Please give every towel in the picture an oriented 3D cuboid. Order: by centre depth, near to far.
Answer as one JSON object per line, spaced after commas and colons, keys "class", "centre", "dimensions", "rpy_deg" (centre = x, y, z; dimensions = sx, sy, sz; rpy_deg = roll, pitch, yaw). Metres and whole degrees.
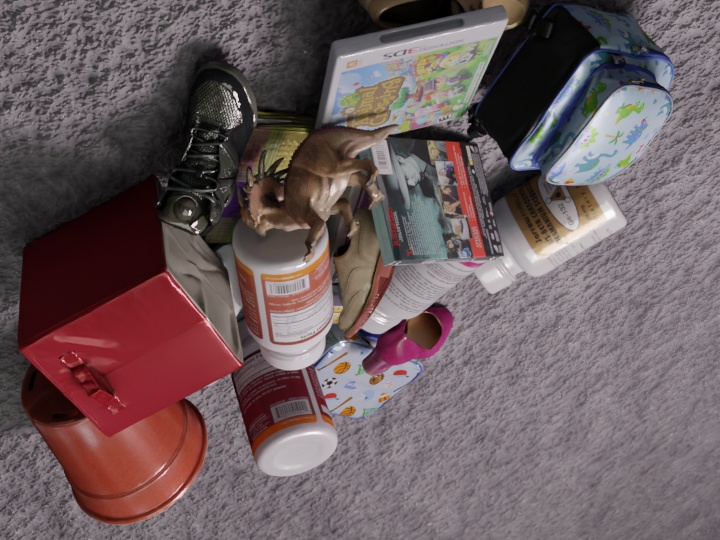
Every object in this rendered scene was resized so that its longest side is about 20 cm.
{"class": "towel", "centre": [-0.101, -0.105, 1.261], "dimensions": [0.142, 0.023, 0.201], "rpy_deg": [-2, 141, -26]}

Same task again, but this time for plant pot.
{"class": "plant pot", "centre": [-0.323, 0.188, 1.393], "dimensions": [0.199, 0.202, 0.196], "rpy_deg": [-22, 137, 1]}

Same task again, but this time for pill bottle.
{"class": "pill bottle", "centre": [-0.088, 0.024, 1.302], "dimensions": [0.111, 0.113, 0.201], "rpy_deg": [-14, 138, -11]}
{"class": "pill bottle", "centre": [0.067, -0.010, 1.386], "dimensions": [0.113, 0.114, 0.200], "rpy_deg": [15, 137, -40]}
{"class": "pill bottle", "centre": [0.233, -0.058, 1.414], "dimensions": [0.199, 0.115, 0.114], "rpy_deg": [-32, 143, 14]}
{"class": "pill bottle", "centre": [-0.109, 0.159, 1.445], "dimensions": [0.112, 0.201, 0.114], "rpy_deg": [-14, 145, -10]}

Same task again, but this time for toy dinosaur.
{"class": "toy dinosaur", "centre": [-0.053, -0.100, 1.158], "dimensions": [0.201, 0.135, 0.086], "rpy_deg": [-51, 163, 13]}

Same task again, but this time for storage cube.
{"class": "storage cube", "centre": [-0.252, 0.041, 1.206], "dimensions": [0.178, 0.201, 0.172], "rpy_deg": [-28, 130, 7]}

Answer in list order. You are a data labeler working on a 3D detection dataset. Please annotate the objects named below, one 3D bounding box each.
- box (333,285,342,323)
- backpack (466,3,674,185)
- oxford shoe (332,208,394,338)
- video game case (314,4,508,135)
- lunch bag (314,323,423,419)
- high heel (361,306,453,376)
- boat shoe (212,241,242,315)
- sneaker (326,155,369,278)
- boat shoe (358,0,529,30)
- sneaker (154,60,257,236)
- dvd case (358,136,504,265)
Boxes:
{"class": "box", "centre": [-0.030, 0.046, 1.477], "dimensions": [0.198, 0.039, 0.042], "rpy_deg": [2, 138, -29]}
{"class": "backpack", "centre": [0.255, -0.188, 1.213], "dimensions": [0.199, 0.147, 0.184], "rpy_deg": [-10, 144, -42]}
{"class": "oxford shoe", "centre": [0.000, 0.000, 1.302], "dimensions": [0.074, 0.071, 0.201], "rpy_deg": [27, 133, 5]}
{"class": "video game case", "centre": [0.046, -0.195, 1.135], "dimensions": [0.180, 0.022, 0.200], "rpy_deg": [-15, 163, -13]}
{"class": "lunch bag", "centre": [-0.010, 0.135, 1.577], "dimensions": [0.199, 0.076, 0.160], "rpy_deg": [19, 125, -42]}
{"class": "high heel", "centre": [0.089, 0.084, 1.510], "dimensions": [0.200, 0.068, 0.096], "rpy_deg": [-34, 173, -47]}
{"class": "boat shoe", "centre": [-0.186, 0.046, 1.376], "dimensions": [0.071, 0.068, 0.202], "rpy_deg": [4, 116, -21]}
{"class": "sneaker", "centre": [0.008, -0.060, 1.335], "dimensions": [0.113, 0.073, 0.201], "rpy_deg": [-3, 141, -29]}
{"class": "boat shoe", "centre": [0.091, -0.264, 1.114], "dimensions": [0.198, 0.065, 0.072], "rpy_deg": [-3, 141, -24]}
{"class": "sneaker", "centre": [-0.160, -0.113, 1.130], "dimensions": [0.075, 0.115, 0.200], "rpy_deg": [18, 133, -4]}
{"class": "dvd case", "centre": [0.084, -0.080, 1.253], "dimensions": [0.022, 0.148, 0.199], "rpy_deg": [-20, 169, 42]}
